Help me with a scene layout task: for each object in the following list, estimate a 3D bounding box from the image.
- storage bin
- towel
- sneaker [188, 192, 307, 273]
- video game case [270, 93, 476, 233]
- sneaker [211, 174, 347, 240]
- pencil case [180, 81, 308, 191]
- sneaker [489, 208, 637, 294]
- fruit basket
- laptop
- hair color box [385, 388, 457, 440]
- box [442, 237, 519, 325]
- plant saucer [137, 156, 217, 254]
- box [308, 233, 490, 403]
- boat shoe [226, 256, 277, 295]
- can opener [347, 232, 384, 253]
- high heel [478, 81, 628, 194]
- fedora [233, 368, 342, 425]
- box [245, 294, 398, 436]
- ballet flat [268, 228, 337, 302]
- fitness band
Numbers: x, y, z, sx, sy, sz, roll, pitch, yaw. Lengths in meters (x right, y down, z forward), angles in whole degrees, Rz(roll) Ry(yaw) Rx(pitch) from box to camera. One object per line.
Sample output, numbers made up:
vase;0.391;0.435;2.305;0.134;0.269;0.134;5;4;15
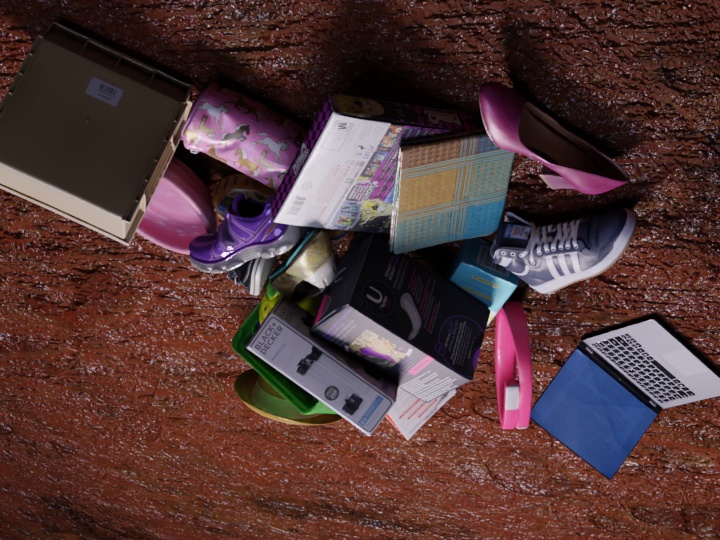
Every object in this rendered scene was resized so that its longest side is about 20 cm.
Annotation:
storage bin;-0.333;-0.169;1.386;0.200;0.199;0.094;25;164;-5
towel;0.108;-0.096;1.343;0.146;0.022;0.200;-11;147;-9
sneaker;-0.151;-0.056;1.450;0.200;0.081;0.084;-16;111;41
video game case;0.011;-0.118;1.321;0.181;0.036;0.200;4;144;-24
sneaker;-0.097;-0.074;1.512;0.199;0.075;0.088;16;156;23
pencil case;-0.120;-0.151;1.394;0.200;0.083;0.087;27;146;-10
sneaker;0.236;-0.038;1.372;0.108;0.070;0.200;30;149;-16
fruit basket;-0.095;0.093;1.625;0.215;0.156;0.216;38;179;1
laptop;0.375;0.182;1.567;0.187;0.116;0.200;38;143;-25
hair color box;0.067;0.164;1.666;0.064;0.111;0.200;42;171;30
box;0.147;0.035;1.542;0.082;0.049;0.200;23;146;-2
plant saucer;-0.276;-0.104;1.550;0.200;0.051;0.201;24;152;14
box;0.053;0.065;1.478;0.200;0.122;0.106;33;143;-18
boat shoe;-0.155;-0.008;1.578;0.062;0.075;0.200;27;173;-7
can opener;0.000;0.000;1.587;0.067;0.053;0.200;53;147;9
high heel;0.211;-0.148;1.232;0.096;0.068;0.200;1;158;43
fedora;-0.101;0.170;1.794;0.200;0.201;0.082;16;110;7
box;-0.047;0.122;1.497;0.200;0.117;0.060;36;102;-2
ballet flat;-0.065;-0.001;1.454;0.071;0.071;0.200;27;160;-10
fitness band;0.210;0.131;1.560;0.037;0.144;0.200;-2;141;1
